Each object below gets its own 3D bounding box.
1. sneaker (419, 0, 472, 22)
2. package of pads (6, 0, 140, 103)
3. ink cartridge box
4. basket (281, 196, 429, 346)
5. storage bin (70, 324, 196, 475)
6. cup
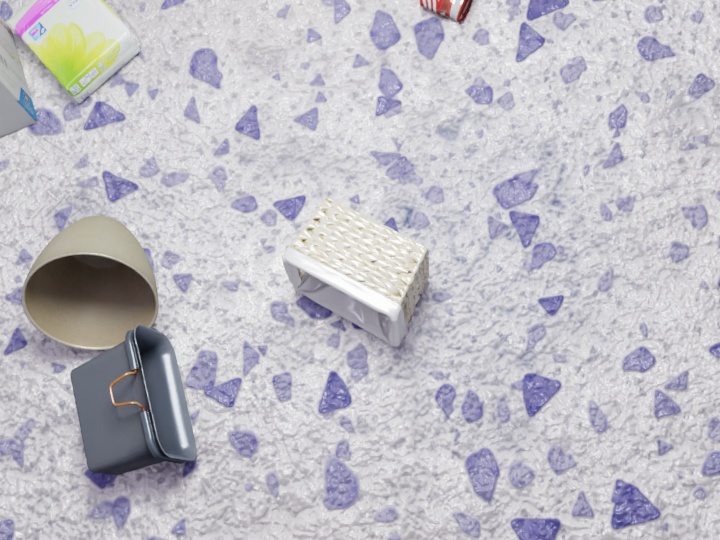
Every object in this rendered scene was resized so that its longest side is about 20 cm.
[{"bbox_3d":[0.156,-0.530,1.530,0.114,0.079,0.203,21,74,12],"label":"sneaker"},{"bbox_3d":[-0.497,-0.413,1.576,0.154,0.068,0.200,-42,73,-6],"label":"package of pads"},{"bbox_3d":[-0.666,-0.343,1.531,0.142,0.148,0.203,-22,70,-1],"label":"ink cartridge box"},{"bbox_3d":[0.000,0.000,1.347,0.198,0.136,0.125,28,73,15],"label":"basket"},{"bbox_3d":[-0.345,0.203,1.326,0.132,0.146,0.203,-23,70,10],"label":"storage bin"},{"bbox_3d":[-0.404,0.001,1.380,0.196,0.203,0.145,-11,44,3],"label":"cup"}]
